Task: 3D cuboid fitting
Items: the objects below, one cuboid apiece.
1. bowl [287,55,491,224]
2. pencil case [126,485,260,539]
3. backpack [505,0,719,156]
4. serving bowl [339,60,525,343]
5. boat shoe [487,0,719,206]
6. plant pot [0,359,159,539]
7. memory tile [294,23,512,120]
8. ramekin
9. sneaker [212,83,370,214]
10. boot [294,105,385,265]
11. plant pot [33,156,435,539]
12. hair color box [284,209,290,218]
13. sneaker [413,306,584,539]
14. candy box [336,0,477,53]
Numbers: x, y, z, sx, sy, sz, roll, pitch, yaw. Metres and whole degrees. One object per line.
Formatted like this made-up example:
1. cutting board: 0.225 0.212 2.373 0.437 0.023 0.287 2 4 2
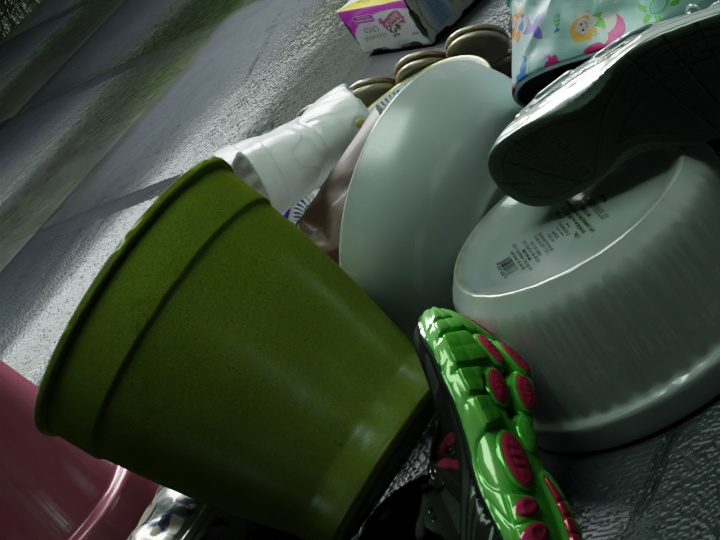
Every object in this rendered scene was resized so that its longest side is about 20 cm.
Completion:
1. bowl: 0.049 -0.058 1.367 0.201 0.094 0.201 -37 24 19
2. pencil case: -0.110 0.174 1.158 0.089 0.078 0.200 -44 9 46
3. backpack: 0.192 -0.151 1.152 0.178 0.151 0.200 -12 -14 43
4. serving bowl: 0.073 -0.033 1.184 0.066 0.200 0.200 18 54 36
5. boat shoe: 0.161 -0.104 1.040 0.202 0.074 0.065 -30 25 35
6. plant pot: -0.266 0.158 1.302 0.200 0.179 0.200 -32 20 13
7. memory tile: 0.059 -0.136 1.487 0.200 0.153 0.017 -23 62 29
8. ramekin: 0.149 0.003 1.078 0.200 0.105 0.200 -31 22 14
9. sneaker: -0.043 -0.085 1.372 0.116 0.074 0.200 -30 8 -12
10. boot: 0.000 0.000 1.226 0.200 0.064 0.186 -47 46 12
11. plant pot: -0.059 0.067 1.099 0.200 0.193 0.200 -55 -9 -13
12. hair color box: -0.063 -0.047 1.582 0.109 0.065 0.200 -17 30 42
13. sneaker: 0.056 0.104 0.975 0.084 0.077 0.200 -39 45 29
14. candy box: 0.087 -0.316 1.922 0.200 0.061 0.136 -46 23 -23
